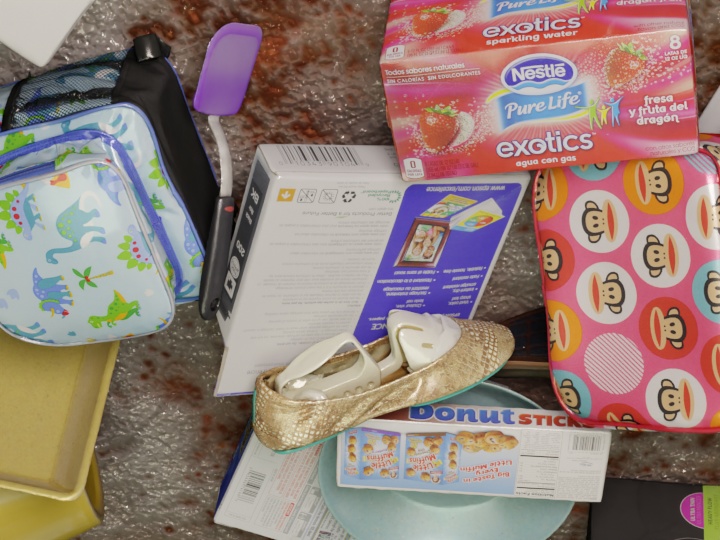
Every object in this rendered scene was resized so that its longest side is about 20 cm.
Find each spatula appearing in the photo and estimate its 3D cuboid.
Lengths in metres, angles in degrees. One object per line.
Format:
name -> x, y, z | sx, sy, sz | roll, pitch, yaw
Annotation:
spatula -> -0.095, -0.066, 1.266 | 0.020, 0.056, 0.202 | 6, 94, 32

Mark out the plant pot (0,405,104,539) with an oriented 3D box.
plant pot -> -0.305, 0.157, 1.446 | 0.187, 0.202, 0.202 | -15, 127, -1

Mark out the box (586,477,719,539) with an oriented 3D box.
box -> 0.238, 0.289, 1.503 | 0.123, 0.149, 0.202 | 3, 128, 5

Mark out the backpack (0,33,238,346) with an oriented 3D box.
backpack -> -0.210, -0.042, 1.297 | 0.198, 0.148, 0.184 | -10, 125, 17

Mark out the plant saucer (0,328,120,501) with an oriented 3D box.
plant saucer -> -0.281, 0.072, 1.373 | 0.198, 0.202, 0.049 | 11, 146, -2

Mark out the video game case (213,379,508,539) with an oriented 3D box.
video game case -> -0.001, 0.146, 1.483 | 0.180, 0.046, 0.201 | 19, 127, -9

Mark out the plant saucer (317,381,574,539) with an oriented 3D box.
plant saucer -> 0.067, 0.146, 1.425 | 0.199, 0.039, 0.203 | 2, 128, 3

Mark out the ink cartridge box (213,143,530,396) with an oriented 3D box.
ink cartridge box -> 0.000, 0.000, 1.324 | 0.196, 0.044, 0.201 | -1, 130, -26

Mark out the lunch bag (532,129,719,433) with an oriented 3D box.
lunch bag -> 0.209, 0.007, 1.256 | 0.175, 0.082, 0.202 | 1, 101, 38

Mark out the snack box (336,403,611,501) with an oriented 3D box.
snack box -> 0.081, 0.132, 1.371 | 0.198, 0.024, 0.072 | 3, 130, 2

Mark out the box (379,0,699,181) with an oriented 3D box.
box -> 0.117, -0.131, 1.217 | 0.198, 0.100, 0.096 | -5, 126, 11

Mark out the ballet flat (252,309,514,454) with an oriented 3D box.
ballet flat -> 0.015, 0.067, 1.321 | 0.198, 0.071, 0.066 | -23, 124, -10

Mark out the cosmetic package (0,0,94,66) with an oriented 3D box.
cosmetic package -> -0.212, -0.267, 1.107 | 0.199, 0.166, 0.165 | 33, 125, -18

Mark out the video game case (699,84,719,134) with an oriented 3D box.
video game case -> 0.273, -0.001, 1.265 | 0.023, 0.200, 0.183 | -15, 145, -41

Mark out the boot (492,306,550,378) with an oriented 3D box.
boot -> 0.181, 0.081, 1.394 | 0.198, 0.075, 0.098 | -6, 125, 9
